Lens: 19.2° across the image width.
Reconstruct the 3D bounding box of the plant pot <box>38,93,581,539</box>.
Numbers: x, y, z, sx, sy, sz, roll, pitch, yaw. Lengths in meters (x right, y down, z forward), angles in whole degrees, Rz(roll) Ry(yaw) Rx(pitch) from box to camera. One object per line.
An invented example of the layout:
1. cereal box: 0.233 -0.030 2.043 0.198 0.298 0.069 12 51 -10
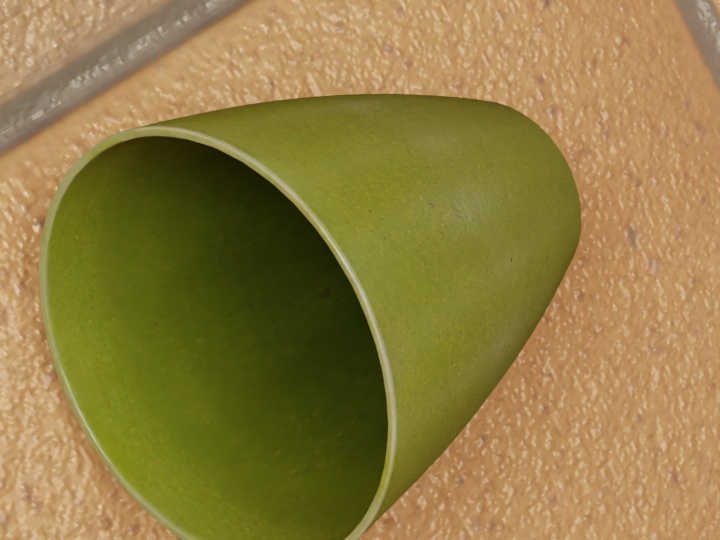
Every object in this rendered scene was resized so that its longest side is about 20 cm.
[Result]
1. plant pot: 0.000 0.000 0.904 0.200 0.187 0.187 -29 101 -45
